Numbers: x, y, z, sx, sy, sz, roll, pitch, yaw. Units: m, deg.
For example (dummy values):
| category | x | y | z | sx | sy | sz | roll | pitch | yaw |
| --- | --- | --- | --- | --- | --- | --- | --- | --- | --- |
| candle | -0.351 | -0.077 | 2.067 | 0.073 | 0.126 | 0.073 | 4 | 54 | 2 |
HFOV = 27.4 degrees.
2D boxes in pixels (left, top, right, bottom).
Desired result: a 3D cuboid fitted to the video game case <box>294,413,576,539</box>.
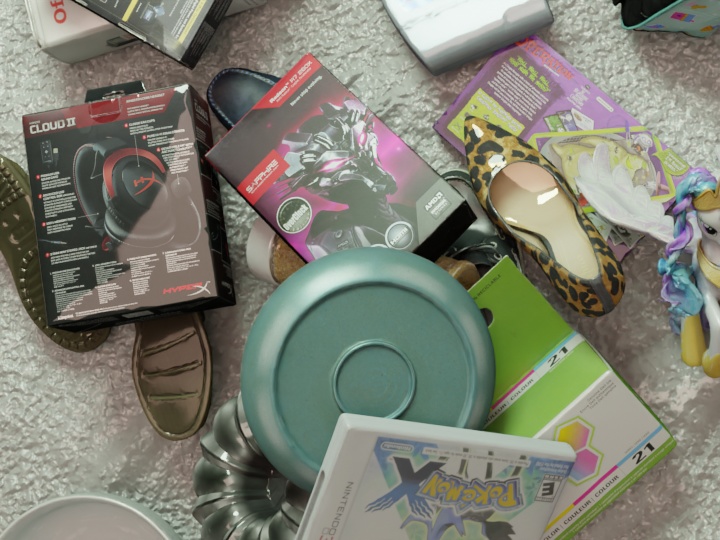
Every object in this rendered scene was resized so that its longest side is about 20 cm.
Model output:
| category | x | y | z | sx | sy | sz | roll | pitch | yaw |
| --- | --- | --- | --- | --- | --- | --- | --- | --- | --- |
| video game case | 0.048 | 0.202 | 1.133 | 0.199 | 0.022 | 0.183 | 10 | 114 | -24 |

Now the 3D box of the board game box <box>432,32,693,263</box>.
| category | x | y | z | sx | sy | sz | roll | pitch | yaw |
| --- | --- | --- | --- | --- | --- | --- | --- | --- | --- |
| board game box | 0.173 | -0.102 | 1.256 | 0.200 | 0.032 | 0.120 | 42 | 99 | 9 |

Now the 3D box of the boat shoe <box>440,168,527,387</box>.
| category | x | y | z | sx | sy | sz | roll | pitch | yaw |
| --- | --- | --- | --- | --- | --- | --- | --- | --- | --- |
| boat shoe | 0.101 | 0.008 | 1.243 | 0.074 | 0.066 | 0.201 | -13 | 85 | 10 |

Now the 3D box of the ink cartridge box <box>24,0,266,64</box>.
| category | x | y | z | sx | sy | sz | roll | pitch | yaw |
| --- | --- | --- | --- | --- | --- | --- | --- | --- | --- |
| ink cartridge box | -0.198 | -0.282 | 1.304 | 0.198 | 0.085 | 0.147 | -15 | 85 | 7 |

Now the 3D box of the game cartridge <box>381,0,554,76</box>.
| category | x | y | z | sx | sy | sz | roll | pitch | yaw |
| --- | --- | --- | --- | --- | --- | --- | --- | --- | --- |
| game cartridge | 0.071 | -0.275 | 1.265 | 0.132 | 0.042 | 0.201 | -21 | 75 | 6 |

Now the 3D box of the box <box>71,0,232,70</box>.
| category | x | y | z | sx | sy | sz | roll | pitch | yaw |
| --- | --- | --- | --- | --- | --- | --- | --- | --- | --- |
| box | -0.162 | -0.295 | 1.232 | 0.160 | 0.049 | 0.201 | 30 | 92 | 11 |

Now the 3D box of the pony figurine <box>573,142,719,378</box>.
| category | x | y | z | sx | sy | sz | roll | pitch | yaw |
| --- | --- | --- | --- | --- | --- | --- | --- | --- | --- |
| pony figurine | 0.271 | -0.022 | 1.155 | 0.165 | 0.193 | 0.201 | -16 | 120 | 1 |

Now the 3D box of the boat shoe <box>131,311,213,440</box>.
| category | x | y | z | sx | sy | sz | roll | pitch | yaw |
| --- | --- | --- | --- | --- | --- | --- | --- | --- | --- |
| boat shoe | -0.164 | 0.048 | 1.290 | 0.071 | 0.068 | 0.202 | -10 | 83 | 5 |

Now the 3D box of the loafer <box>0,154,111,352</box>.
| category | x | y | z | sx | sy | sz | roll | pitch | yaw |
| --- | --- | --- | --- | --- | --- | --- | --- | --- | --- |
| loafer | -0.281 | -0.022 | 1.318 | 0.076 | 0.067 | 0.201 | -27 | 98 | 11 |

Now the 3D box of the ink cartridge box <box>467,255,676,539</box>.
| category | x | y | z | sx | sy | sz | roll | pitch | yaw |
| --- | --- | --- | --- | --- | --- | --- | --- | --- | --- |
| ink cartridge box | 0.132 | 0.112 | 1.176 | 0.148 | 0.076 | 0.200 | -42 | 120 | 5 |

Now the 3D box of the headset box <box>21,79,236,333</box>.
| category | x | y | z | sx | sy | sz | roll | pitch | yaw |
| --- | --- | --- | --- | --- | --- | --- | --- | --- | --- |
| headset box | -0.194 | -0.060 | 1.233 | 0.147 | 0.075 | 0.202 | -10 | 82 | 6 |

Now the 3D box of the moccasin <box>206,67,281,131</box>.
| category | x | y | z | sx | sy | sz | roll | pitch | yaw |
| --- | --- | --- | --- | --- | --- | --- | --- | --- | --- |
| moccasin | -0.048 | -0.122 | 1.275 | 0.199 | 0.068 | 0.081 | 28 | 93 | 12 |

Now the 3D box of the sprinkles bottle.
| category | x | y | z | sx | sy | sz | roll | pitch | yaw |
| --- | --- | --- | --- | --- | --- | --- | --- | --- | --- |
| sprinkles bottle | 0.000 | 0.000 | 1.231 | 0.199 | 0.068 | 0.069 | 18 | 91 | 31 |

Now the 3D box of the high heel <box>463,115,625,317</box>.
| category | x | y | z | sx | sy | sz | roll | pitch | yaw |
| --- | --- | --- | --- | --- | --- | --- | --- | --- | --- |
| high heel | 0.143 | -0.052 | 1.172 | 0.071 | 0.143 | 0.201 | -34 | 84 | 1 |

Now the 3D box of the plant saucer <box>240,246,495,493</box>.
| category | x | y | z | sx | sy | sz | roll | pitch | yaw |
| --- | --- | --- | --- | --- | --- | --- | --- | --- | --- |
| plant saucer | 0.009 | 0.083 | 1.118 | 0.198 | 0.027 | 0.202 | -1 | 97 | -8 |

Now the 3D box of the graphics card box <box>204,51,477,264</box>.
| category | x | y | z | sx | sy | sz | roll | pitch | yaw |
| --- | --- | --- | --- | --- | --- | --- | --- | --- | --- |
| graphics card box | -0.018 | -0.068 | 1.185 | 0.125 | 0.051 | 0.200 | -44 | 66 | -1 |

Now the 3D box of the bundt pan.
| category | x | y | z | sx | sy | sz | roll | pitch | yaw |
| --- | --- | --- | --- | --- | --- | --- | --- | --- | --- |
| bundt pan | -0.065 | 0.178 | 1.213 | 0.201 | 0.075 | 0.204 | -10 | 74 | 40 |

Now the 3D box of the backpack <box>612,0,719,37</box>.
| category | x | y | z | sx | sy | sz | roll | pitch | yaw |
| --- | --- | --- | --- | --- | --- | --- | --- | --- | --- |
| backpack | 0.287 | -0.281 | 1.157 | 0.152 | 0.200 | 0.177 | 3 | 86 | -6 |

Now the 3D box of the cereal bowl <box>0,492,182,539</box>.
| category | x | y | z | sx | sy | sz | roll | pitch | yaw |
| --- | --- | --- | --- | --- | --- | --- | --- | --- | --- |
| cereal bowl | -0.228 | 0.290 | 1.281 | 0.198 | 0.083 | 0.202 | 0 | 87 | 10 |
